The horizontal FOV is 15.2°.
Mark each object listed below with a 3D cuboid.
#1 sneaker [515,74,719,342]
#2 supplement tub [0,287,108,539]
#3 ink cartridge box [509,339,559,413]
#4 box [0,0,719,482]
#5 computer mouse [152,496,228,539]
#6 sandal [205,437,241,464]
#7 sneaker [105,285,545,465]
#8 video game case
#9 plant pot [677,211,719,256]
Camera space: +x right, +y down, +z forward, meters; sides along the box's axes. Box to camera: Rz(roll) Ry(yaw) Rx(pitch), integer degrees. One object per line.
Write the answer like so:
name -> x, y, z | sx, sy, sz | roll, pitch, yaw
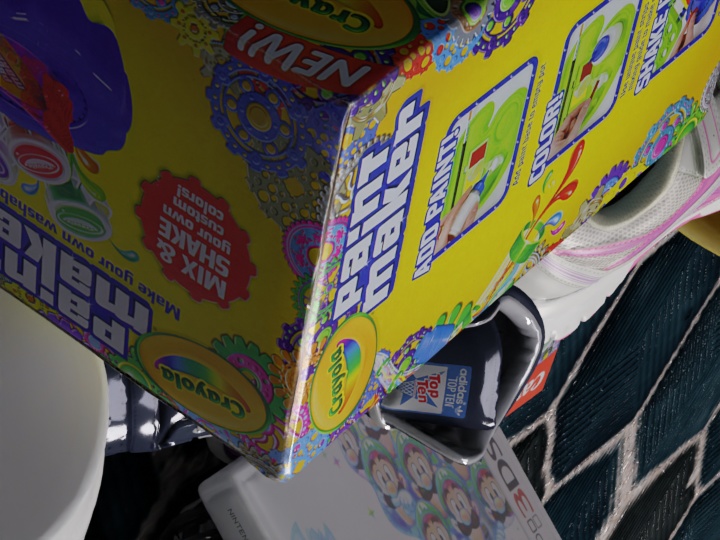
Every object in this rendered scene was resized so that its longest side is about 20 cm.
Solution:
sneaker -> 0.116, -0.056, 1.032 | 0.200, 0.081, 0.088 | -44, 167, -20
supplement tub -> -0.146, 0.082, 0.724 | 0.132, 0.132, 0.200 | -42, 165, -34
ink cartridge box -> 0.047, 0.037, 1.229 | 0.109, 0.050, 0.200 | -32, 147, -48
box -> -0.030, -0.086, 0.678 | 0.193, 0.200, 0.122 | -40, 153, -39
computer mouse -> -0.035, 0.099, 1.103 | 0.110, 0.044, 0.200 | -34, 177, 39
sandal -> -0.004, 0.001, 1.067 | 0.082, 0.050, 0.203 | -13, 134, -58
sneaker -> -0.023, 0.033, 0.948 | 0.200, 0.108, 0.070 | -19, 125, -40
video game case -> 0.031, 0.130, 1.072 | 0.024, 0.182, 0.200 | -28, -179, 30
plant pot -> 0.220, -0.125, 1.198 | 0.189, 0.201, 0.201 | -49, 161, -52
